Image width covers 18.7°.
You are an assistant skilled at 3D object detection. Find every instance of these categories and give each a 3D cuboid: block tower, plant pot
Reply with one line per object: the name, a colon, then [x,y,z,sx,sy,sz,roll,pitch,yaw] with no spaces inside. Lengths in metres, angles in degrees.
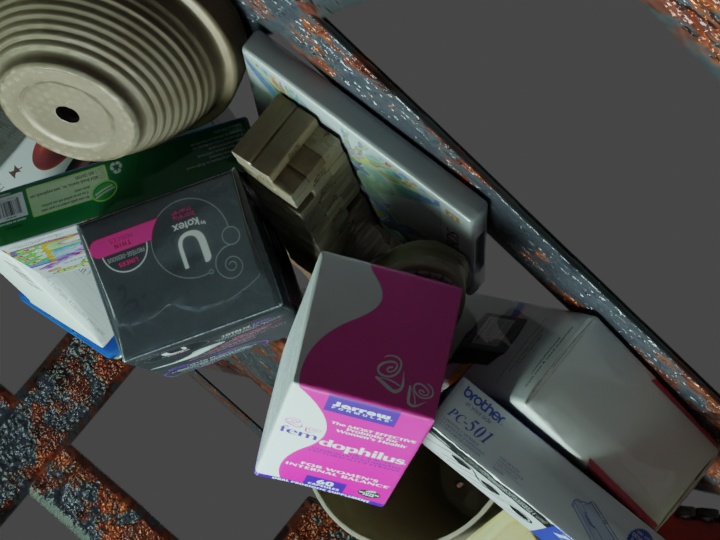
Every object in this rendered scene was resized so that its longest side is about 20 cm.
block tower: [-0.032,-0.046,1.554,0.054,0.058,0.200,35,169,24]
plant pot: [-0.183,-0.140,1.490,0.200,0.093,0.201,12,147,8]
plant pot: [0.076,0.151,1.842,0.187,0.188,0.200,34,-178,26]

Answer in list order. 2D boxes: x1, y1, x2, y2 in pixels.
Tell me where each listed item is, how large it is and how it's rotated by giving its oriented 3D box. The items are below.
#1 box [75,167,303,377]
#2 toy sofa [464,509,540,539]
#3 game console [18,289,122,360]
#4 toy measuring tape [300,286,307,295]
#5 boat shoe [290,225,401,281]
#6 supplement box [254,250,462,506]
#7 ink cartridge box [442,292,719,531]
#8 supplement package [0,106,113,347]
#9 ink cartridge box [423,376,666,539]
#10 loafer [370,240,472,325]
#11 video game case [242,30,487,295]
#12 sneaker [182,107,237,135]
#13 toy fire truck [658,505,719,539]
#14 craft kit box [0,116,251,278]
box: [-0.115,0.005,1.578,0.200,0.122,0.107,54,-164,-83]
toy sofa: [0.149,0.239,1.777,0.098,0.083,0.200,55,-161,11]
game console: [-0.190,-0.009,1.983,0.170,0.119,0.200,-5,-159,-36]
toy measuring tape: [-0.114,0.000,2.052,0.199,0.074,0.073,1,-162,-40]
boat shoe: [-0.001,0.000,1.728,0.200,0.072,0.068,41,176,31]
supplement box: [-0.004,0.078,1.516,0.101,0.104,0.200,15,154,-3]
ink cartridge box: [0.143,0.098,1.577,0.148,0.086,0.200,43,167,-19]
supplement package: [-0.241,-0.084,1.842,0.147,0.200,0.191,25,163,51]
ink cartridge box: [0.129,0.155,1.515,0.200,0.044,0.094,39,169,0]
loafer: [0.029,0.017,1.572,0.075,0.069,0.200,18,156,-9]
video game case: [0.005,-0.071,1.532,0.200,0.022,0.182,38,169,12]
sneaker: [-0.160,-0.128,1.707,0.074,0.082,0.200,26,162,48]
toy fire truck: [0.210,0.206,1.698,0.199,0.049,0.141,11,169,-36]
craft kit box: [-0.165,-0.051,1.643,0.198,0.199,0.049,59,-166,-86]
